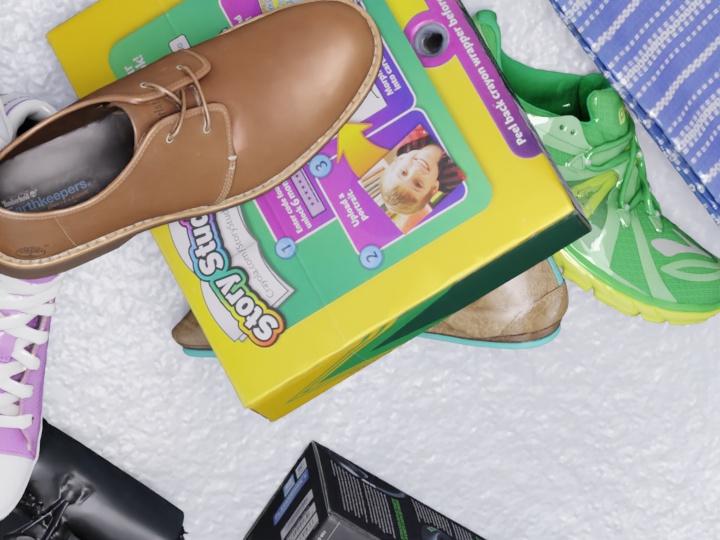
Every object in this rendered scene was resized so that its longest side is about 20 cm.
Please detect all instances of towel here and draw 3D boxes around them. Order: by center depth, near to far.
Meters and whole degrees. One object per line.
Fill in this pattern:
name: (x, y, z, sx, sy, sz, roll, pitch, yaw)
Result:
towel: (0.190, -0.108, 1.196, 0.145, 0.024, 0.200, -45, 110, -10)

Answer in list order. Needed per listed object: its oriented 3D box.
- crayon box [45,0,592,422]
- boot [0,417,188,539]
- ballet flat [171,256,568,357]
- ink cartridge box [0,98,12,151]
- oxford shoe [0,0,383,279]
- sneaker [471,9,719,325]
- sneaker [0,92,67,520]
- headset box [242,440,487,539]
crayon box: (-0.020, -0.062, 1.147, 0.172, 0.058, 0.201, -31, 76, 7)
boot: (-0.202, 0.147, 1.242, 0.200, 0.076, 0.168, -45, 104, 4)
ballet flat: (0.000, 0.000, 1.195, 0.199, 0.068, 0.073, -1, 110, 23)
ink cartridge box: (-0.253, -0.120, 1.069, 0.085, 0.148, 0.200, -37, 133, 10)
oxford shoe: (-0.075, -0.061, 1.078, 0.199, 0.071, 0.072, -31, 78, -12)
sneaker: (0.108, -0.046, 1.205, 0.200, 0.074, 0.084, 38, 106, -16)
sneaker: (-0.166, 0.019, 1.146, 0.072, 0.114, 0.202, 2, 90, -23)
headset box: (0.016, 0.215, 1.280, 0.199, 0.093, 0.175, 30, 104, -15)
